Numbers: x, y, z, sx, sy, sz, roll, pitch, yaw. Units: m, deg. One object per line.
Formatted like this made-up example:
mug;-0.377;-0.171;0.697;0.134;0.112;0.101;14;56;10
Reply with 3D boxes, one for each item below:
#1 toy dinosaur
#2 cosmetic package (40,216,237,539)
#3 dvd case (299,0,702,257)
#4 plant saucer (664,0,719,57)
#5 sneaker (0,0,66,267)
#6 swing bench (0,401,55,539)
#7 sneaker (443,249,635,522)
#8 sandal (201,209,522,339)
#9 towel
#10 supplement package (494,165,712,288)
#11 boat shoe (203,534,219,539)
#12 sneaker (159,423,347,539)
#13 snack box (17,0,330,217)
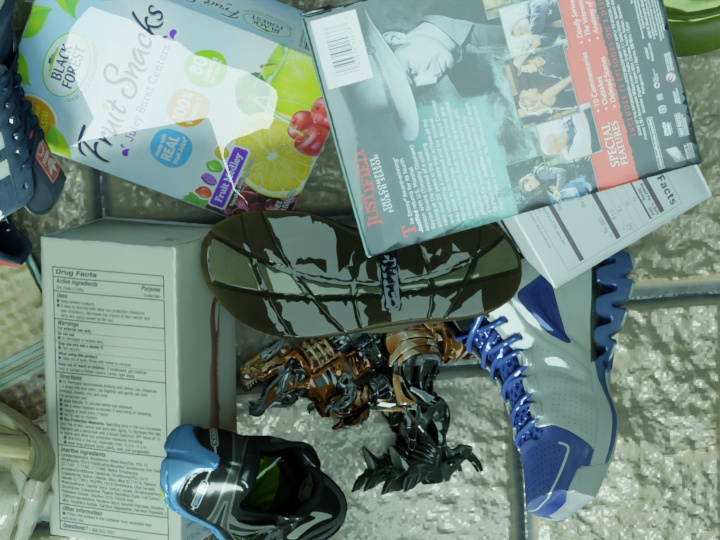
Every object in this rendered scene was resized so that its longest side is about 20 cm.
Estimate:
toy dinosaur;0.025;0.076;1.329;0.200;0.102;0.136;-11;87;8
cosmetic package;-0.141;0.071;1.295;0.103;0.087;0.200;6;103;22
dvd case;0.080;-0.103;1.127;0.200;0.022;0.146;-17;101;-3
plant saucer;0.212;-0.240;1.313;0.200;0.031;0.200;-1;101;-5
sneaker;-0.218;-0.084;1.230;0.084;0.075;0.200;18;130;-2
swing bench;-0.313;0.176;1.284;0.200;0.130;0.199;16;106;-11
sneaker;0.106;0.060;1.300;0.115;0.081;0.200;17;59;-11
sandal;0.000;0.000;1.261;0.200;0.055;0.082;-4;88;-6
towel;-0.281;0.025;1.321;0.147;0.022;0.200;-25;104;1
supplement package;0.112;-0.098;1.244;0.111;0.200;0.156;-31;102;1
boat shoe;-0.050;0.254;1.361;0.074;0.073;0.200;-24;102;-1
sneaker;-0.055;0.146;1.275;0.083;0.200;0.071;6;75;25
snack box;-0.116;-0.118;1.264;0.200;0.053;0.142;21;126;-9
